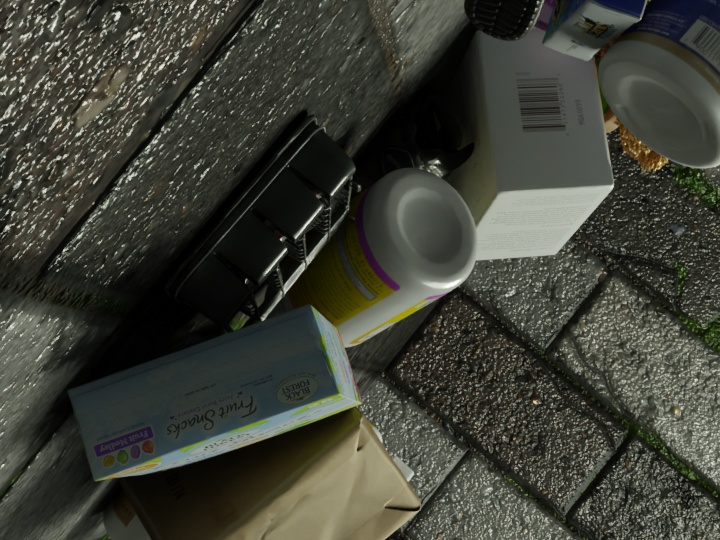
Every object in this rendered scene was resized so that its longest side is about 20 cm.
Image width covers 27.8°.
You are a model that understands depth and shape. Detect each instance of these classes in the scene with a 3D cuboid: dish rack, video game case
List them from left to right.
[{"bbox_3d":[-0.062,-0.016,1.035,0.154,0.054,0.200,-49,175,-7],"label":"dish rack"},{"bbox_3d":[0.195,-0.268,1.069,0.181,0.045,0.201,138,-30,-88],"label":"video game case"}]

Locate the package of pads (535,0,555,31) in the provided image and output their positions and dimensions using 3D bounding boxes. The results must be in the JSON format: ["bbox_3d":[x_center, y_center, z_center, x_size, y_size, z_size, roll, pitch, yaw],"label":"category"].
[{"bbox_3d":[0.206,-0.286,1.275,0.121,0.076,0.200,-59,171,32],"label":"package of pads"}]

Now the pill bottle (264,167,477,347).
[{"bbox_3d":[0.000,0.000,1.196,0.200,0.104,0.104,-33,-170,49],"label":"pill bottle"}]

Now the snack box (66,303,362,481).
[{"bbox_3d":[-0.092,0.088,1.004,0.168,0.068,0.200,-20,171,2],"label":"snack box"}]

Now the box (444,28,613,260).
[{"bbox_3d":[0.144,-0.110,1.325,0.106,0.153,0.200,-4,165,-9],"label":"box"}]

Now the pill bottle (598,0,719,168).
[{"bbox_3d":[0.281,-0.186,1.087,0.200,0.120,0.120,-48,172,-16],"label":"pill bottle"}]

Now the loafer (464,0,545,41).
[{"bbox_3d":[0.128,-0.252,1.028,0.071,0.073,0.200,-65,-175,-37],"label":"loafer"}]

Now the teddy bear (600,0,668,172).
[{"bbox_3d":[0.264,-0.172,1.305,0.145,0.066,0.201,-51,145,-31],"label":"teddy bear"}]

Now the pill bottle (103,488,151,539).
[{"bbox_3d":[-0.132,0.182,1.328,0.200,0.114,0.114,-51,173,2],"label":"pill bottle"}]

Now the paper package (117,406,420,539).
[{"bbox_3d":[-0.081,0.171,1.168,0.190,0.104,0.200,-38,-150,-10],"label":"paper package"}]

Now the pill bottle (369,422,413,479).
[{"bbox_3d":[-0.051,0.180,1.489,0.114,0.200,0.114,-49,173,-9],"label":"pill bottle"}]

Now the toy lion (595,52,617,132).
[{"bbox_3d":[0.234,-0.245,1.454,0.201,0.068,0.192,-59,-156,-2],"label":"toy lion"}]

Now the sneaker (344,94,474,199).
[{"bbox_3d":[0.057,-0.092,1.309,0.114,0.076,0.199,-46,169,8],"label":"sneaker"}]
